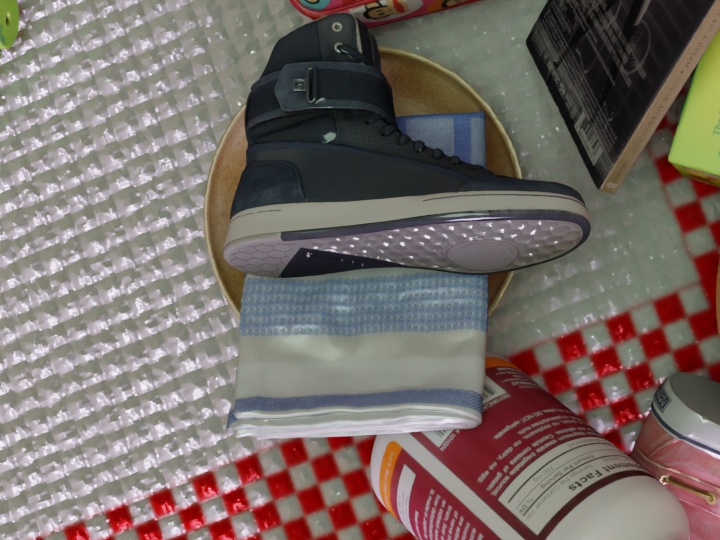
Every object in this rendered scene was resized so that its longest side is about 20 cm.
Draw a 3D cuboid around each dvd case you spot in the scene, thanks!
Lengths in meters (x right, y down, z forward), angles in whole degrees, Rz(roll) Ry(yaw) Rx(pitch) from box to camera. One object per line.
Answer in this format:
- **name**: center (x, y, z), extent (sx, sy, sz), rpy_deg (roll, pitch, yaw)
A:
- **dvd case**: center (0.159, -0.163, 0.890), extent (0.016, 0.149, 0.200), rpy_deg (12, 126, -23)

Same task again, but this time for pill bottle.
- **pill bottle**: center (0.104, 0.140, 0.901), extent (0.200, 0.113, 0.113), rpy_deg (40, 99, 41)

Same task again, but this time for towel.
- **towel**: center (0.000, 0.000, 0.934), extent (0.146, 0.024, 0.201), rpy_deg (-3, 63, 13)

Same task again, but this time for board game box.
- **board game box**: center (0.226, -0.147, 0.920), extent (0.047, 0.102, 0.201), rpy_deg (17, 93, 15)

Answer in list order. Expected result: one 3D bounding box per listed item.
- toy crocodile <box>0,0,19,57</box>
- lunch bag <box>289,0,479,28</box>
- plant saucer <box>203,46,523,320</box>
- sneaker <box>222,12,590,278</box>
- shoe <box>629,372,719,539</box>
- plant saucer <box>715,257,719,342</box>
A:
- **toy crocodile**: center (-0.253, -0.200, 1.058), extent (0.067, 0.062, 0.201), rpy_deg (1, 94, 13)
- **lunch bag**: center (0.026, -0.254, 0.978), extent (0.175, 0.082, 0.201), rpy_deg (-12, 86, 12)
- **plant saucer**: center (0.004, -0.035, 1.003), extent (0.199, 0.035, 0.201), rpy_deg (0, 89, 13)
- **sneaker**: center (0.028, -0.074, 0.911), extent (0.201, 0.077, 0.147), rpy_deg (0, 65, 13)
- **shoe**: center (0.245, 0.138, 0.934), extent (0.199, 0.072, 0.091), rpy_deg (23, 115, 2)
- **plant saucer**: center (0.273, 0.017, 0.898), extent (0.199, 0.037, 0.201), rpy_deg (1, 87, -23)
